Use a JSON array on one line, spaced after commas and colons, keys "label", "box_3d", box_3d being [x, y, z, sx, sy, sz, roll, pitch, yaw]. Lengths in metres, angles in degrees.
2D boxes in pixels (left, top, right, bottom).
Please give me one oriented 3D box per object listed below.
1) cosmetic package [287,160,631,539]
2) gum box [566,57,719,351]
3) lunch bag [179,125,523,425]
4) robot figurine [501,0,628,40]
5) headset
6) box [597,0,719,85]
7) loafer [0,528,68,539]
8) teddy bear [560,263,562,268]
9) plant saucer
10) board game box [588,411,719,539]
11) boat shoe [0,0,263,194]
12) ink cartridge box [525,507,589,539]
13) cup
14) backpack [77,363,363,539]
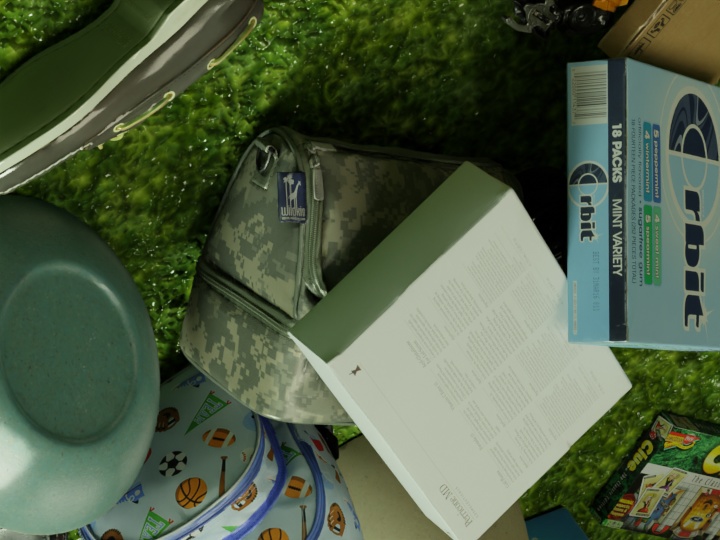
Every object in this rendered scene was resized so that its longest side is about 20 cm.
[{"label": "cosmetic package", "box_3d": [0.064, 0.054, 1.419, 0.151, 0.052, 0.200, -44, 132, -11]}, {"label": "gum box", "box_3d": [0.191, -0.036, 1.477, 0.200, 0.044, 0.171, 5, 84, -58]}, {"label": "lunch bag", "box_3d": [0.000, 0.000, 1.473, 0.199, 0.139, 0.169, 5, 106, -37]}, {"label": "robot figurine", "box_3d": [0.106, -0.217, 1.403, 0.199, 0.058, 0.145, 14, 118, -40]}, {"label": "headset", "box_3d": [0.146, -0.020, 1.563, 0.201, 0.123, 0.094, -58, 146, -4]}, {"label": "box", "box_3d": [0.249, -0.199, 1.504, 0.200, 0.021, 0.163, -50, 156, 12]}, {"label": "loafer", "box_3d": [-0.232, 0.092, 1.371, 0.072, 0.063, 0.201, -20, 97, 10]}, {"label": "teddy bear", "box_3d": [0.137, 0.042, 1.654, 0.200, 0.067, 0.145, -52, 145, 7]}, {"label": "plant saucer", "box_3d": [-0.180, 0.051, 1.361, 0.039, 0.202, 0.200, -15, 154, 41]}, {"label": "board game box", "box_3d": [0.281, 0.173, 1.884, 0.199, 0.023, 0.105, 15, 115, -41]}, {"label": "boat shoe", "box_3d": [-0.140, -0.105, 1.327, 0.201, 0.072, 0.061, -40, 133, -1]}, {"label": "ink cartridge box", "box_3d": [0.167, 0.306, 1.791, 0.084, 0.200, 0.145, -17, 133, -21]}, {"label": "cup", "box_3d": [0.047, 0.228, 1.687, 0.199, 0.143, 0.201, -18, 135, -19]}, {"label": "backpack", "box_3d": [-0.090, 0.164, 1.507, 0.200, 0.191, 0.154, -39, 137, 3]}]
